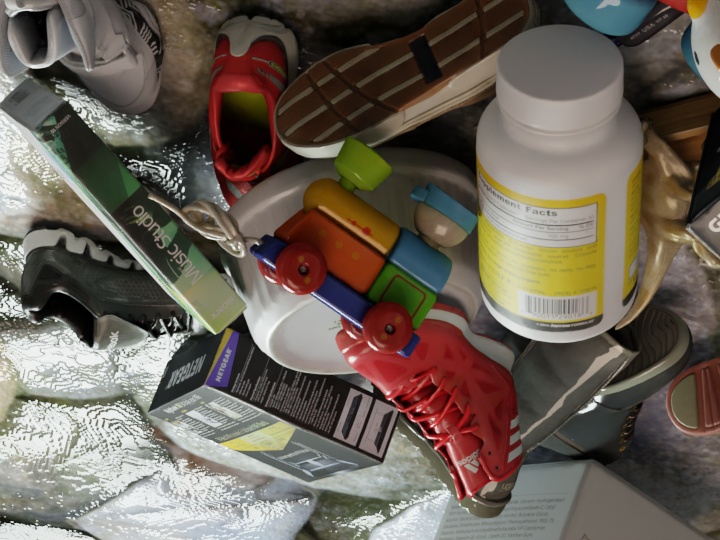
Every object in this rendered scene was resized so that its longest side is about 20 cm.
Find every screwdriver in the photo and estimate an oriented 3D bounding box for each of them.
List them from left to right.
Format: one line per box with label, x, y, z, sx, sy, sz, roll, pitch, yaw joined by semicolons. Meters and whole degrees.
screwdriver;0.150;-0.141;1.422;0.029;0.028;0.200;4;152;-41

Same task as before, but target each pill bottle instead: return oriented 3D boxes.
pill bottle;0.132;-0.059;1.390;0.110;0.112;0.201;4;133;8

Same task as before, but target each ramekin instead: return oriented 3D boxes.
ramekin;0.000;0.000;1.516;0.201;0.095;0.203;-10;154;-5

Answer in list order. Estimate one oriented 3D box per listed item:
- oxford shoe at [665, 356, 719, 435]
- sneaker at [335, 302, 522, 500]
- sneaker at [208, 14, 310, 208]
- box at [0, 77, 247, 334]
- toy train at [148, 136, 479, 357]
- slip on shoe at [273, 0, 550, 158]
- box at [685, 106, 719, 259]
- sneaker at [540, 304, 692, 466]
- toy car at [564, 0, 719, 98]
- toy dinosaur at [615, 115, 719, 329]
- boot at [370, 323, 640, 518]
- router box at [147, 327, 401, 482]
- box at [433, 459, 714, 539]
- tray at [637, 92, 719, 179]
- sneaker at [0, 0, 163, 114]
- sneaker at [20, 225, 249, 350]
oxford shoe;0.340;0.081;1.627;0.199;0.071;0.074;-15;165;22
sneaker;0.063;0.097;1.497;0.078;0.116;0.199;-30;152;30
sneaker;-0.083;-0.089;1.492;0.076;0.085;0.201;5;139;10
box;-0.172;-0.048;1.503;0.200;0.036;0.144;48;174;-21
toy train;-0.025;-0.040;1.374;0.199;0.116;0.085;35;177;-13
slip on shoe;0.038;-0.127;1.418;0.199;0.076;0.061;-28;149;14
box;0.293;-0.109;1.295;0.046;0.159;0.200;40;124;-10
sneaker;0.207;0.092;1.661;0.106;0.075;0.200;28;144;-31
toy car;0.224;-0.161;1.227;0.176;0.201;0.185;24;130;-15
toy dinosaur;0.223;-0.039;1.464;0.101;0.058;0.201;13;137;22
boot;0.109;0.070;1.631;0.072;0.182;0.201;-12;140;-46
router box;-0.073;0.113;1.694;0.156;0.053;0.200;25;163;-14
box;0.178;0.281;1.763;0.199;0.172;0.200;34;157;-25
tray;0.297;-0.089;1.443;0.199;0.037;0.099;-14;134;26
sneaker;-0.194;-0.156;1.415;0.075;0.115;0.201;-2;139;16
sneaker;-0.179;0.032;1.653;0.199;0.091;0.067;15;141;-5
